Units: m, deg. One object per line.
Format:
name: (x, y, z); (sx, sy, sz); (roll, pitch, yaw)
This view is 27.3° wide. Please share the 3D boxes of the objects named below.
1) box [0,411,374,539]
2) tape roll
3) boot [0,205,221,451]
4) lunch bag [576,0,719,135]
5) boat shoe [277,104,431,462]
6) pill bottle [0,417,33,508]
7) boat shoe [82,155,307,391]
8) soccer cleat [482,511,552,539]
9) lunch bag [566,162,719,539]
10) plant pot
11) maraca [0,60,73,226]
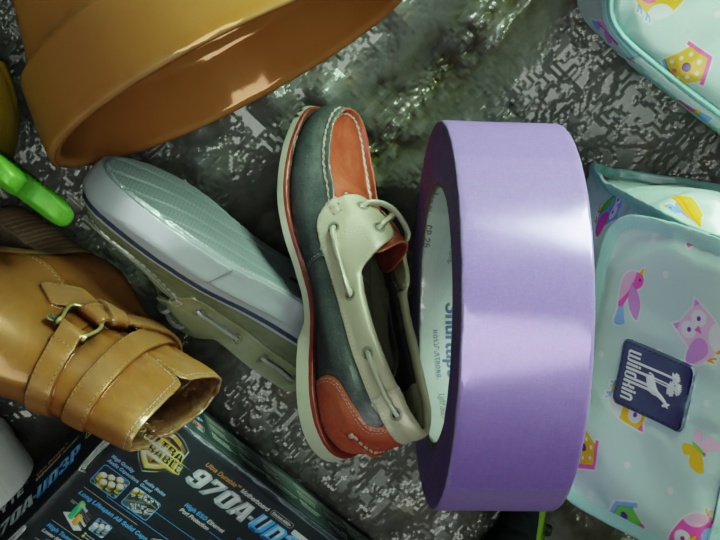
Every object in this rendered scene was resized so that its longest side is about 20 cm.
box: (-0.106, 0.171, 0.857); (0.159, 0.046, 0.200); (-46, 117, 8)
tape roll: (0.068, 0.024, 0.774); (0.065, 0.200, 0.202); (1, 105, -5)
boot: (-0.170, 0.042, 0.723); (0.154, 0.200, 0.074); (38, 124, 15)
lunch bag: (0.228, -0.151, 0.804); (0.199, 0.077, 0.161); (36, 100, -12)
boat shoe: (0.000, 0.000, 0.790); (0.062, 0.071, 0.201); (-18, 66, 34)
pill bottle: (-0.270, 0.052, 0.803); (0.109, 0.110, 0.201); (-32, 104, 4)
boat shoe: (-0.077, 0.011, 0.803); (0.062, 0.072, 0.200); (-44, 126, 14)
soccer cleat: (0.054, 0.217, 0.897); (0.081, 0.068, 0.201); (23, 103, 3)
lunch bag: (0.170, 0.045, 0.788); (0.121, 0.200, 0.172); (9, 105, -7)
plant pot: (-0.093, -0.157, 0.729); (0.199, 0.200, 0.141); (-28, 89, 3)
maraca: (-0.221, -0.082, 0.739); (0.200, 0.137, 0.107); (35, 89, 27)
